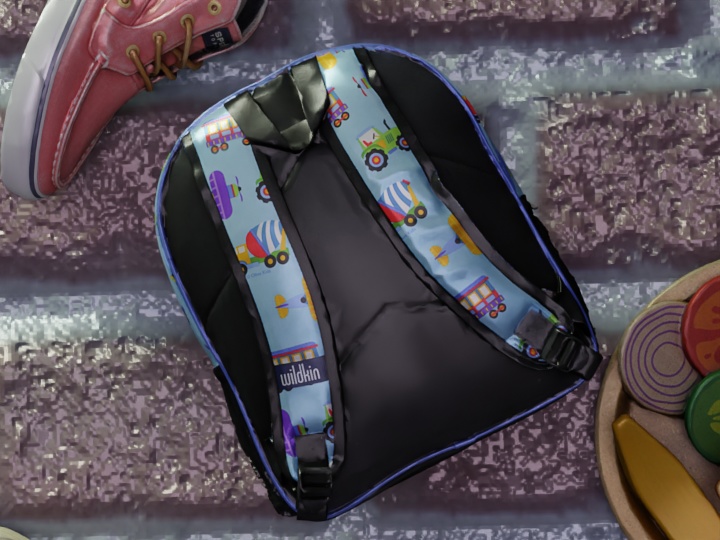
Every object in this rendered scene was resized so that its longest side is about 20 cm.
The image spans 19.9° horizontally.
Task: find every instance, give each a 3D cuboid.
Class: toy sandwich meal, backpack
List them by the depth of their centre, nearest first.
[{"bbox_3d":[0.000,0.000,1.003,0.182,0.135,0.201,-28,86,1],"label":"backpack"},{"bbox_3d":[0.214,0.088,1.020,0.204,0.070,0.206,0,87,3],"label":"toy sandwich meal"}]

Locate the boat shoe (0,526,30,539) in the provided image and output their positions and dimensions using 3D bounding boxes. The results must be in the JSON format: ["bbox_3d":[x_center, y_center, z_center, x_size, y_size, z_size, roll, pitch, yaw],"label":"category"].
[{"bbox_3d":[-0.129,0.195,1.032,0.199,0.069,0.074,25,88,4],"label":"boat shoe"}]

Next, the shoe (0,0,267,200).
[{"bbox_3d":[-0.108,-0.120,1.047,0.091,0.071,0.201,20,84,9],"label":"shoe"}]
